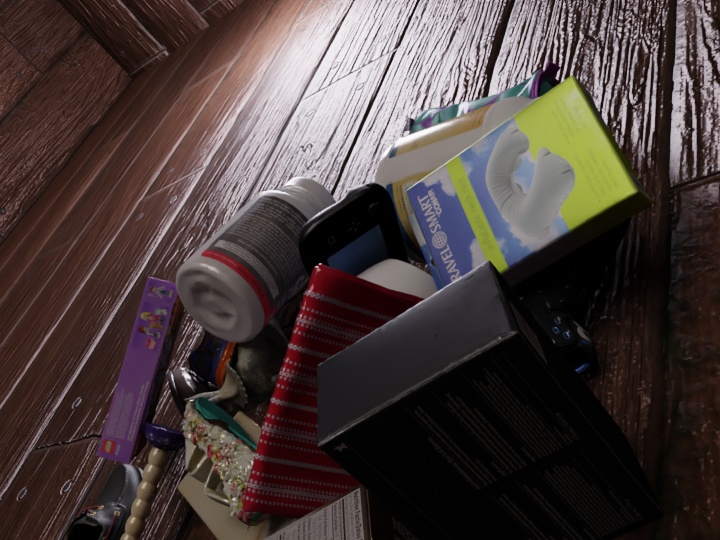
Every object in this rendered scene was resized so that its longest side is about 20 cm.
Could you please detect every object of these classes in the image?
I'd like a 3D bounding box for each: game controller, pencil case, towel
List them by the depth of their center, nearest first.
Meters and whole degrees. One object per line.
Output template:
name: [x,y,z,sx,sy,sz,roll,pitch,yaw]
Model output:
towel: [-0.006,0.108,0.633,0.022,0.144,0.202,6,77,57]
game controller: [0.000,0.000,0.781,0.104,0.201,0.042,-41,54,-16]
pencil case: [0.153,-0.178,0.936,0.199,0.085,0.093,-8,73,46]

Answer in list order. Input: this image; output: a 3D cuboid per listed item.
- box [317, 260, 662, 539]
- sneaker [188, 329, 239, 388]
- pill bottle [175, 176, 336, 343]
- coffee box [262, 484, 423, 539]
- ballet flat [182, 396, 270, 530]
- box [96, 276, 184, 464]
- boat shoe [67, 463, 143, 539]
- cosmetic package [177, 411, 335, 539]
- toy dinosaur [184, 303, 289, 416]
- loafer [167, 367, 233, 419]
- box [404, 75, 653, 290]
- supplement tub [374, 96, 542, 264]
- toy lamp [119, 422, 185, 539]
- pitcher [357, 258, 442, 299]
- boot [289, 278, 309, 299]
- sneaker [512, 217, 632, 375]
box: [0.085,0.112,0.513,0.141,0.200,0.079,-33,30,15]
sneaker: [-0.156,0.049,0.957,0.078,0.076,0.201,7,57,21]
pill bottle: [-0.108,-0.021,0.882,0.110,0.111,0.200,-12,29,43]
coffee box: [-0.039,0.258,0.569,0.199,0.114,0.080,-33,29,16]
ballet flat: [-0.125,0.168,0.693,0.064,0.076,0.200,-56,27,-10]
box: [-0.249,0.112,0.902,0.137,0.039,0.202,151,134,-82]
boat shoe: [-0.301,0.303,0.900,0.073,0.063,0.202,-33,29,24]
cosmetic package: [-0.086,0.219,0.724,0.104,0.073,0.200,-51,28,-15]
toy dinosaur: [-0.106,0.099,0.879,0.077,0.102,0.201,-17,39,38]
loafer: [-0.179,0.172,0.924,0.063,0.072,0.200,-30,33,-10]
box: [0.126,-0.055,0.656,0.199,0.048,0.123,-34,61,26]
supplement tub: [0.129,-0.090,0.788,0.199,0.145,0.145,-12,41,44]
toy lamp: [-0.240,0.267,0.827,0.058,0.058,0.202,2,70,52]
pitcher: [0.000,0.096,0.751,0.201,0.121,0.171,-59,12,-14]
boot: [-0.136,-0.011,1.101,0.199,0.072,0.155,-30,33,21]
sneaker: [0.182,0.026,0.654,0.200,0.073,0.112,-48,33,5]
